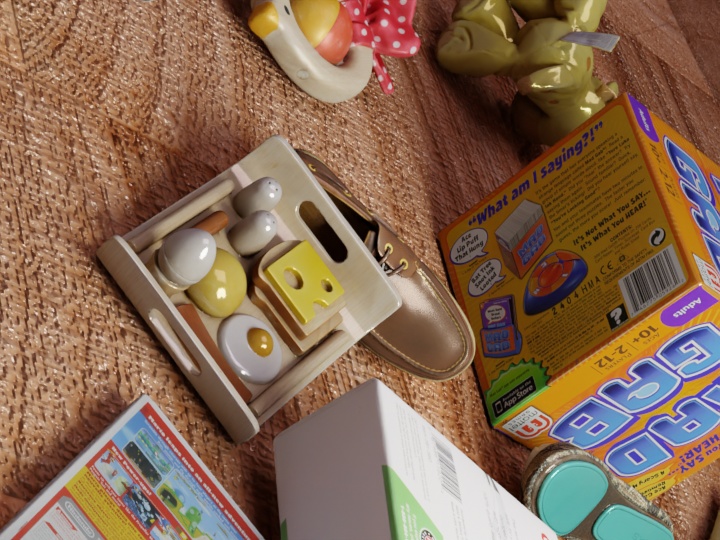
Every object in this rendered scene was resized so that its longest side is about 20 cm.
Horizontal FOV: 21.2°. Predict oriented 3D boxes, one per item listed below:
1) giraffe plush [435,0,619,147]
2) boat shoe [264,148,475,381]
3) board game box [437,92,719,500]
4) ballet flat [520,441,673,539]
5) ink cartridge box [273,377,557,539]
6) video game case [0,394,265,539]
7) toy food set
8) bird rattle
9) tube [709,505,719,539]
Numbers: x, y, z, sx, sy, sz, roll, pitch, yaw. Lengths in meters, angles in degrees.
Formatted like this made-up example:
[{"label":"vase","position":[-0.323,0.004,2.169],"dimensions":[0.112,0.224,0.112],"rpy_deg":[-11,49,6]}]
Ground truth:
[{"label":"giraffe plush","position":[0.186,-0.179,1.815],"dimensions":[0.200,0.172,0.163],"rpy_deg":[38,-18,45]},{"label":"boat shoe","position":[0.000,-0.001,1.314],"dimensions":[0.200,0.072,0.068],"rpy_deg":[47,1,-1]},{"label":"board game box","position":[0.214,0.028,1.519],"dimensions":[0.199,0.200,0.201],"rpy_deg":[30,34,-40]},{"label":"ballet flat","position":[0.162,0.166,1.429],"dimensions":[0.200,0.068,0.075],"rpy_deg":[34,9,-47]},{"label":"ink cartridge box","position":[0.044,0.182,1.140],"dimensions":[0.200,0.084,0.147],"rpy_deg":[43,26,-36]},{"label":"video game case","position":[-0.110,0.159,0.998],"dimensions":[0.143,0.017,0.200],"rpy_deg":[52,25,-4]},{"label":"toy food set","position":[-0.062,0.004,1.199],"dimensions":[0.144,0.060,0.200],"rpy_deg":[53,37,-1]},{"label":"bird rattle","position":[-0.036,-0.201,1.545],"dimensions":[0.200,0.112,0.164],"rpy_deg":[53,33,-34]},{"label":"tube","position":[0.316,0.239,1.612],"dimensions":[0.200,0.051,0.059],"rpy_deg":[-27,121,-70]}]
